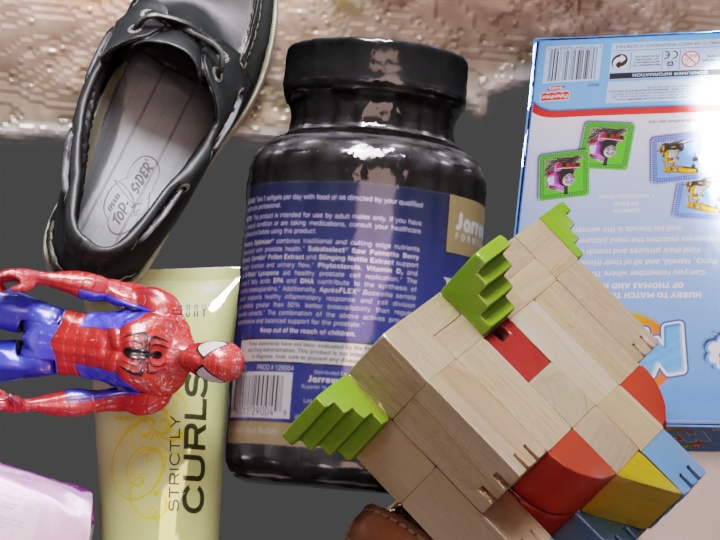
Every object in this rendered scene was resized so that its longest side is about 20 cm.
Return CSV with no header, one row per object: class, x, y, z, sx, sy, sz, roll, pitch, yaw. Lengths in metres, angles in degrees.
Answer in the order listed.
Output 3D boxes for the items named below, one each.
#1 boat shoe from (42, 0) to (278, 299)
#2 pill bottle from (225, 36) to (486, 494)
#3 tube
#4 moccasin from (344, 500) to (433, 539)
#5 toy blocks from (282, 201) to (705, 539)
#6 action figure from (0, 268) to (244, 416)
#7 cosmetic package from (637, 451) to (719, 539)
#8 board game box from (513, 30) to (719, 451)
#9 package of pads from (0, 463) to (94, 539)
boat shoe,-0.091,-0.084,1.086,0.074,0.066,0.200,29,76,1
pill bottle,0.000,0.000,1.076,0.111,0.112,0.201,6,84,-9
tube,-0.094,0.097,1.084,0.058,0.052,0.201,8,77,-37
moccasin,0.056,0.123,1.022,0.074,0.201,0.078,33,94,34
toy blocks,0.075,0.065,0.959,0.137,0.200,0.100,46,123,6
action figure,-0.150,0.031,1.051,0.199,0.052,0.066,6,89,6
cosmetic package,0.190,0.061,1.119,0.113,0.081,0.200,40,81,-4
board game box,0.146,-0.016,1.080,0.151,0.037,0.201,-1,64,19
package of pads,-0.215,0.108,1.025,0.199,0.120,0.076,15,82,-7
